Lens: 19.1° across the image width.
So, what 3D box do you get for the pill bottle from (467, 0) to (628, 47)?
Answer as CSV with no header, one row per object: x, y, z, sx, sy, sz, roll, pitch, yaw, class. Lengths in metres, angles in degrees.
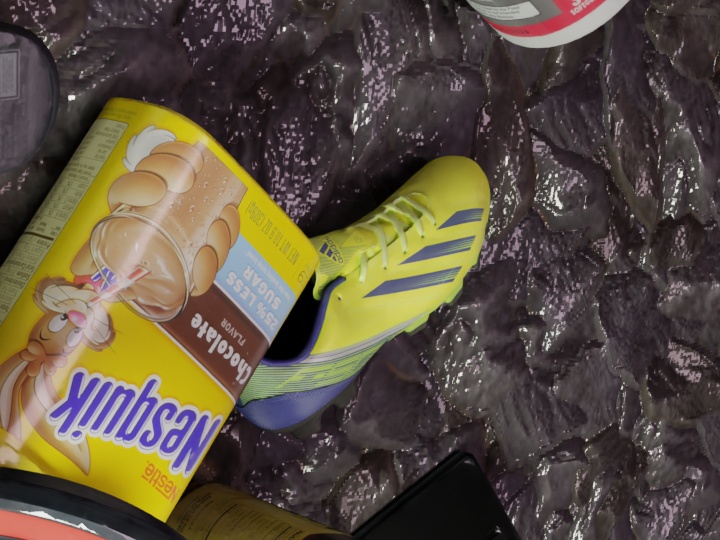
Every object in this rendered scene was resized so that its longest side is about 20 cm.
0.062,-0.213,1.111,0.200,0.110,0.111,40,74,-43,pill bottle

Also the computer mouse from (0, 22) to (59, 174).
-0.227,-0.097,0.907,0.199,0.046,0.142,-15,117,-29,computer mouse

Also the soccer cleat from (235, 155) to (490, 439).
0.000,0.000,1.142,0.200,0.064,0.084,-48,134,-23,soccer cleat

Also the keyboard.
0.013,0.198,1.247,0.199,0.040,0.105,-35,101,-32,keyboard

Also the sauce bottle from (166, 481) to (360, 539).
-0.024,0.159,1.068,0.066,0.199,0.067,-17,115,-42,sauce bottle

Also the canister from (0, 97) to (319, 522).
-0.118,0.038,1.022,0.149,0.086,0.201,46,68,-42,canister

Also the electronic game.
-0.145,0.146,0.955,0.200,0.199,0.042,49,42,-41,electronic game
